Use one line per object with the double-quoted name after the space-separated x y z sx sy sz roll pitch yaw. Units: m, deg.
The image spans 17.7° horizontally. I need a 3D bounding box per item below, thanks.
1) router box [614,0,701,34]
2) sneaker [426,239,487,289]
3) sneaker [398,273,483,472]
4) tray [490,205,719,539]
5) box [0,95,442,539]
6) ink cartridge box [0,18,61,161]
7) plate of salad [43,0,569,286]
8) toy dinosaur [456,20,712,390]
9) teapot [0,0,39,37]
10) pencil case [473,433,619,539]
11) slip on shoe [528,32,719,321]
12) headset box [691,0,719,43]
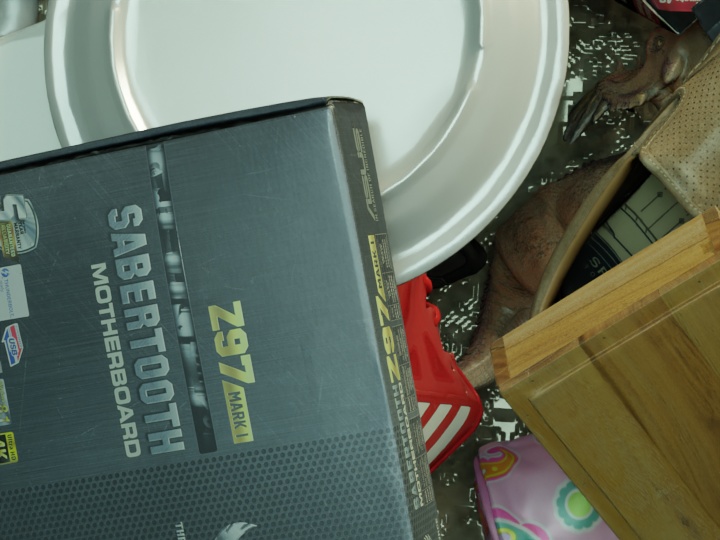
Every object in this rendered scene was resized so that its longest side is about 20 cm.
0.150 -0.201 0.954 0.200 0.150 0.062 -43 121 -2 "router box"
0.020 -0.087 0.985 0.079 0.075 0.201 1 90 25 "sneaker"
0.000 0.000 0.926 0.078 0.115 0.201 -3 62 32 "sneaker"
0.144 0.079 0.866 0.098 0.037 0.200 -32 119 15 "tray"
-0.059 0.050 0.819 0.157 0.051 0.201 -10 91 15 "box"
-0.137 0.024 0.951 0.144 0.147 0.201 -23 80 2 "ink cartridge box"
-0.020 -0.085 0.865 0.199 0.048 0.201 -1 82 10 "plate of salad"
0.101 -0.020 0.970 0.200 0.086 0.136 -35 69 15 "toy dinosaur"
-0.119 -0.231 0.992 0.200 0.198 0.146 -38 117 22 "teapot"
0.147 0.089 0.942 0.199 0.087 0.088 -14 80 4 "pencil case"
0.130 -0.037 0.846 0.076 0.060 0.200 52 121 17 "slip on shoe"
0.249 -0.122 0.887 0.200 0.174 0.093 -39 77 37 "headset box"
